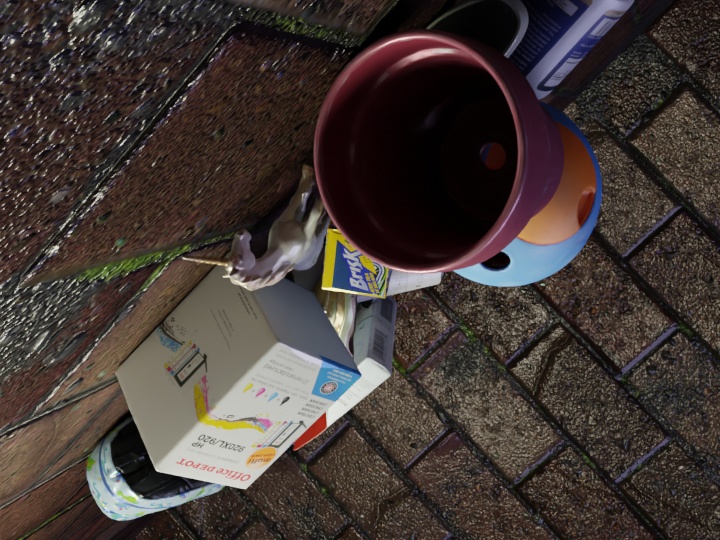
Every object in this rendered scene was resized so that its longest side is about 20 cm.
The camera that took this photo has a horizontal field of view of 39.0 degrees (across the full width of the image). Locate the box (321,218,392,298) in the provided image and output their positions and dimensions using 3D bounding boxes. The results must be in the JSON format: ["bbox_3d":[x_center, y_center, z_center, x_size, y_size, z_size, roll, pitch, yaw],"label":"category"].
[{"bbox_3d":[0.011,-0.055,1.020,0.200,0.064,0.070,-72,170,-59],"label":"box"}]

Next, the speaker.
[{"bbox_3d":[0.000,0.000,1.289,0.199,0.081,0.081,-13,165,-16],"label":"speaker"}]

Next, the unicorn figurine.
[{"bbox_3d":[-0.071,-0.037,1.023,0.138,0.074,0.200,-62,156,-1],"label":"unicorn figurine"}]

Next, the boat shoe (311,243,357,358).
[{"bbox_3d":[-0.044,0.054,1.216,0.072,0.076,0.201,-100,-169,-65],"label":"boat shoe"}]

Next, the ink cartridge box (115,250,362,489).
[{"bbox_3d":[-0.135,0.115,1.112,0.200,0.145,0.147,-45,140,14],"label":"ink cartridge box"}]

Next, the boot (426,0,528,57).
[{"bbox_3d":[0.098,-0.210,1.025,0.200,0.073,0.144,-38,179,32],"label":"boot"}]

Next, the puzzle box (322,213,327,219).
[{"bbox_3d":[0.058,-0.068,1.290,0.133,0.199,0.026,-37,131,-43],"label":"puzzle box"}]

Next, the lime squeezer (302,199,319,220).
[{"bbox_3d":[-0.011,-0.117,1.166,0.200,0.038,0.071,-46,-155,15],"label":"lime squeezer"}]

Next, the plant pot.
[{"bbox_3d":[0.089,-0.101,0.894,0.200,0.200,0.179,-46,159,26],"label":"plant pot"}]

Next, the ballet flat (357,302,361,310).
[{"bbox_3d":[-0.026,-0.001,1.396,0.074,0.074,0.201,105,6,-80],"label":"ballet flat"}]

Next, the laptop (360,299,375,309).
[{"bbox_3d":[0.038,-0.052,1.472,0.177,0.103,0.200,-50,176,8],"label":"laptop"}]

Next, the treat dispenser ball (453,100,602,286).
[{"bbox_3d":[0.154,-0.084,1.079,0.201,0.201,0.201,-43,175,-5],"label":"treat dispenser ball"}]

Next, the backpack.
[{"bbox_3d":[-0.290,0.272,1.446,0.153,0.164,0.200,-30,174,24],"label":"backpack"}]

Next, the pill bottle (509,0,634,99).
[{"bbox_3d":[0.191,-0.258,1.101,0.200,0.111,0.111,-47,173,37],"label":"pill bottle"}]

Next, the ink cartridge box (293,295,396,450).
[{"bbox_3d":[-0.034,0.135,1.405,0.200,0.047,0.160,-41,-157,27],"label":"ink cartridge box"}]
